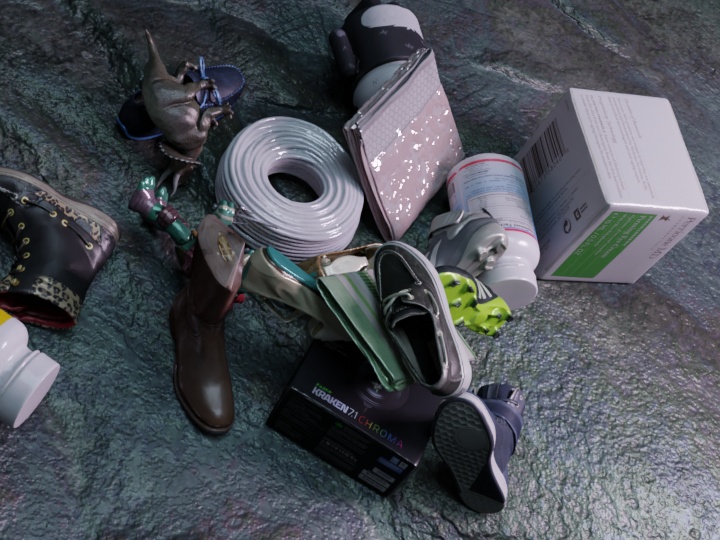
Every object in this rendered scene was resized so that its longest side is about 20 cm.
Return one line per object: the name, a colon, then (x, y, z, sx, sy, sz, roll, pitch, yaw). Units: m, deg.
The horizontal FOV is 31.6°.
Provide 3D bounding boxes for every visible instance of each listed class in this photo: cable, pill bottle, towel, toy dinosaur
cable: (-0.088, -0.105, 1.649, 0.200, 0.069, 0.200, 31, 50, -3)
pill bottle: (-0.422, 0.077, 1.337, 0.200, 0.111, 0.111, 35, 50, 0)
towel: (0.065, -0.168, 1.703, 0.032, 0.191, 0.200, 11, 47, 36)
pill bottle: (0.181, -0.050, 1.715, 0.108, 0.109, 0.201, 7, 55, -21)
toy dinosaur: (-0.227, -0.204, 1.586, 0.102, 0.077, 0.200, -33, 112, -34)
towel: (0.044, 0.062, 1.459, 0.153, 0.023, 0.200, 55, 28, 15)

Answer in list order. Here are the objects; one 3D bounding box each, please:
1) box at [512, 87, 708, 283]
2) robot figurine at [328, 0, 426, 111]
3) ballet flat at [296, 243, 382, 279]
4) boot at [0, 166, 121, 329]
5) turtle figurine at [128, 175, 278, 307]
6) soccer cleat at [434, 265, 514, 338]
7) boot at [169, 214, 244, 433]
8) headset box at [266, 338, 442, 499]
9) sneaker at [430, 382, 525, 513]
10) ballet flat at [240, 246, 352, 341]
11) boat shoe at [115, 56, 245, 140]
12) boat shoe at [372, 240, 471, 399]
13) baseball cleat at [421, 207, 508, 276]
box: (0.337, -0.113, 1.774, 0.171, 0.199, 0.201, 2, 59, -25)
robot figurine: (0.035, -0.294, 1.808, 0.150, 0.125, 0.200, -11, 61, -5)
ballet flat: (0.000, 0.000, 1.599, 0.200, 0.065, 0.071, -17, 81, -45)
boot: (-0.386, -0.026, 1.455, 0.200, 0.073, 0.151, 24, 50, -15)
turtle figurine: (-0.180, -0.032, 1.524, 0.200, 0.150, 0.101, 34, 67, 10)
soccer cleat: (0.114, 0.029, 1.520, 0.081, 0.068, 0.200, 46, 9, 32)
boot: (-0.160, 0.060, 1.414, 0.064, 0.200, 0.187, -8, 61, -29)
headset box: (0.014, 0.134, 1.516, 0.174, 0.093, 0.200, 33, 49, -2)
sneaker: (0.141, 0.170, 1.504, 0.077, 0.203, 0.146, 3, 47, 20)
ballet flat: (-0.055, 0.040, 1.443, 0.200, 0.069, 0.070, 33, 46, -28)
boat shoe: (-0.224, -0.226, 1.670, 0.084, 0.069, 0.200, 46, 51, 9)
boat shoe: (0.059, 0.046, 1.390, 0.064, 0.071, 0.200, 25, 34, -55)
baseball cleat: (0.095, -0.004, 1.638, 0.200, 0.070, 0.107, -33, 47, -1)
